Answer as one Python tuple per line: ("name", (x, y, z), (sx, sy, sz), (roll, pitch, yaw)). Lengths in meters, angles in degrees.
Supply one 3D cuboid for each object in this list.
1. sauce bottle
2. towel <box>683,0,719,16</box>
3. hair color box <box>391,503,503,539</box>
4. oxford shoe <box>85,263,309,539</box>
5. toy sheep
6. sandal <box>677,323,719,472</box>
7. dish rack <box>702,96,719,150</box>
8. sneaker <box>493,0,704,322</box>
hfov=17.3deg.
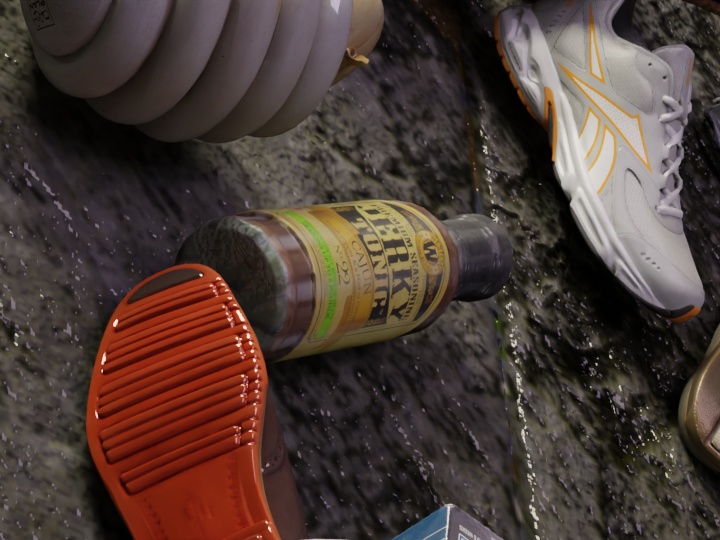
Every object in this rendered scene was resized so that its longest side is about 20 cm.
("sauce bottle", (0.000, 0.000, 1.029), (0.199, 0.065, 0.065), (-11, 69, -56))
("towel", (0.158, -0.185, 1.366), (0.146, 0.022, 0.200), (12, 18, -48))
("hair color box", (0.042, 0.198, 0.898), (0.100, 0.060, 0.201), (38, 35, -24))
("oxford shoe", (-0.055, 0.088, 0.888), (0.073, 0.071, 0.201), (61, 13, -51))
("toy sheep", (-0.075, -0.120, 0.985), (0.199, 0.138, 0.139), (9, 51, -31))
("sandal", (0.223, 0.054, 1.300), (0.080, 0.054, 0.200), (49, 46, 2))
("dish rack", (0.296, -0.067, 1.505), (0.154, 0.054, 0.200), (57, 31, 7))
("sneaker", (0.146, -0.072, 1.257), (0.201, 0.092, 0.076), (66, 16, 16))
